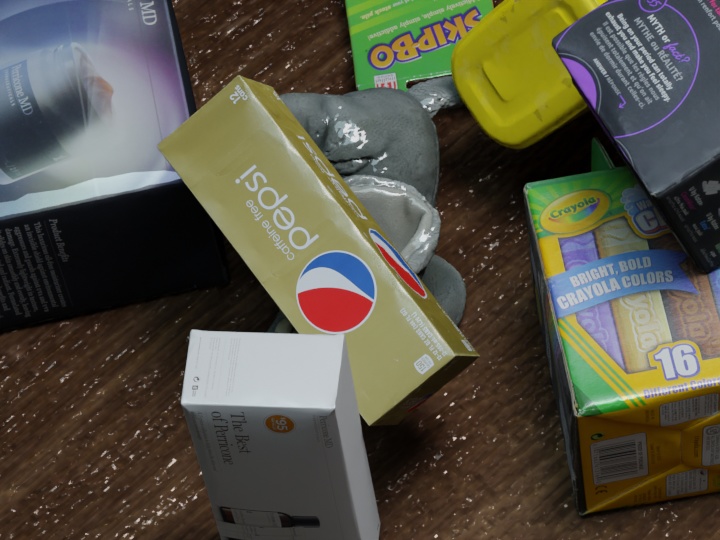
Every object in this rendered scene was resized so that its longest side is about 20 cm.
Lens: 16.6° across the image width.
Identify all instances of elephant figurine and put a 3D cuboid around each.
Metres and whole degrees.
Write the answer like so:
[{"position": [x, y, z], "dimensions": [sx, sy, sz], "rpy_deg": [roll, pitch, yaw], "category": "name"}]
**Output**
[{"position": [0.000, 0.000, 1.455], "dimensions": [0.141, 0.155, 0.200], "rpy_deg": [4, 56, -44], "category": "elephant figurine"}]

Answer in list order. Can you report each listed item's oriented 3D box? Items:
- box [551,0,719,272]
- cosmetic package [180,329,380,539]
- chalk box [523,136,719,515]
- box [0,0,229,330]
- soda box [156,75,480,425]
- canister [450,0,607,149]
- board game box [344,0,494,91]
[{"position": [0.224, -0.114, 1.320], "dimensions": [0.200, 0.106, 0.122], "rpy_deg": [-34, 58, 7], "category": "box"}, {"position": [-0.040, 0.106, 1.326], "dimensions": [0.082, 0.200, 0.051], "rpy_deg": [-1, 55, 7], "category": "cosmetic package"}, {"position": [0.164, 0.017, 1.408], "dimensions": [0.123, 0.125, 0.200], "rpy_deg": [-9, 57, 1], "category": "chalk box"}, {"position": [-0.198, -0.082, 1.522], "dimensions": [0.198, 0.123, 0.200], "rpy_deg": [-12, 56, -3], "category": "box"}, {"position": [-0.023, -0.011, 1.369], "dimensions": [0.064, 0.068, 0.200], "rpy_deg": [-40, 79, 10], "category": "soda box"}, {"position": [0.164, -0.159, 1.478], "dimensions": [0.200, 0.148, 0.087], "rpy_deg": [-32, 88, -38], "category": "canister"}, {"position": [0.036, -0.184, 1.618], "dimensions": [0.095, 0.030, 0.200], "rpy_deg": [-9, 53, 2], "category": "board game box"}]
